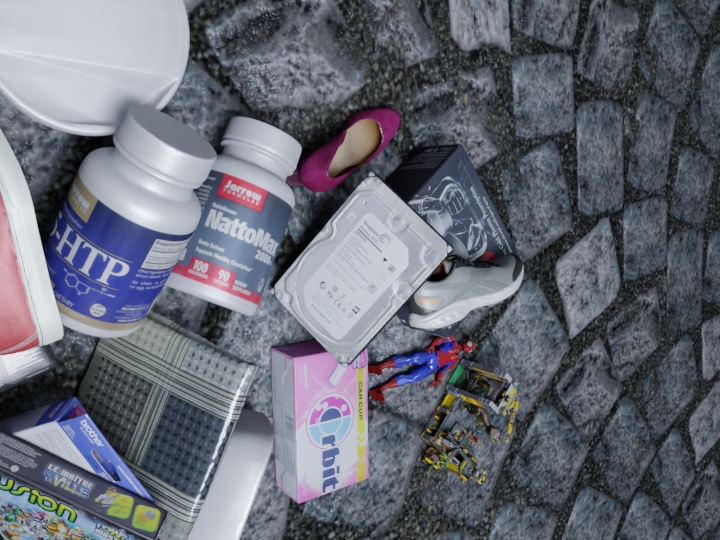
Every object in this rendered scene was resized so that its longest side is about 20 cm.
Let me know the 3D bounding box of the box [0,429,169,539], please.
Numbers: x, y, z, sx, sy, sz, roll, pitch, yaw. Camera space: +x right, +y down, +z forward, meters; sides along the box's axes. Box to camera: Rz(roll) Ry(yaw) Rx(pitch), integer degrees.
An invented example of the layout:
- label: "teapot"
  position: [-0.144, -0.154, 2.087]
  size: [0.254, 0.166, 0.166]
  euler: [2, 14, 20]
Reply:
- label: "box"
  position: [-0.286, 0.220, 0.588]
  size: [0.198, 0.035, 0.111]
  euler: [29, 118, -7]

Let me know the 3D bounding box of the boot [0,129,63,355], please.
- label: "boot"
  position: [-0.333, -0.017, 0.510]
  size: [0.143, 0.072, 0.203]
  euler: [-17, 108, -33]

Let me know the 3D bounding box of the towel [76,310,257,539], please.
- label: "towel"
  position: [-0.216, 0.151, 0.668]
  size: [0.195, 0.198, 0.034]
  euler: [-68, 155, -4]

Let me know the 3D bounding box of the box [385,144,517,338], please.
- label: "box"
  position: [0.102, -0.042, 0.923]
  size: [0.182, 0.104, 0.201]
  euler: [-47, 120, -21]

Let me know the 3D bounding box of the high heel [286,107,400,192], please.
- label: "high heel"
  position: [0.000, -0.158, 0.837]
  size: [0.200, 0.096, 0.068]
  euler: [-40, 117, -26]

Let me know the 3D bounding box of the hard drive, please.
- label: "hard drive"
  position: [0.000, 0.000, 0.796]
  size: [0.140, 0.038, 0.200]
  euler: [44, 101, 8]

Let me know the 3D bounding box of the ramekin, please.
- label: "ramekin"
  position: [-0.275, -0.232, 0.625]
  size: [0.200, 0.094, 0.206]
  euler: [-5, 98, -36]

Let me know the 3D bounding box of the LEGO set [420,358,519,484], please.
- label: "LEGO set"
  position: [0.196, 0.244, 1.020]
  size: [0.200, 0.115, 0.154]
  euler: [-48, 120, -21]

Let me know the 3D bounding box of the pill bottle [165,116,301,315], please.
- label: "pill bottle"
  position: [-0.141, -0.062, 0.731]
  size: [0.119, 0.119, 0.203]
  euler: [24, 81, -36]

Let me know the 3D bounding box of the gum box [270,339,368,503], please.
- label: "gum box"
  position: [-0.053, 0.198, 0.861]
  size: [0.112, 0.066, 0.203]
  euler: [-6, 100, -35]

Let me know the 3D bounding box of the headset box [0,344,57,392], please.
- label: "headset box"
  position: [-0.396, 0.025, 0.568]
  size: [0.173, 0.092, 0.203]
  euler: [-26, 111, -31]

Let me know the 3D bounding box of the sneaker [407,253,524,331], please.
- label: "sneaker"
  position: [0.142, 0.012, 0.852]
  size: [0.198, 0.074, 0.080]
  euler: [-22, 104, -31]

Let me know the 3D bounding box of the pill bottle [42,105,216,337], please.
- label: "pill bottle"
  position: [-0.224, -0.048, 0.623]
  size: [0.119, 0.120, 0.201]
  euler: [20, 112, -36]

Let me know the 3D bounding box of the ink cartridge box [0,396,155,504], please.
- label: "ink cartridge box"
  position: [-0.299, 0.191, 0.616]
  size: [0.042, 0.198, 0.120]
  euler: [-72, 141, -59]

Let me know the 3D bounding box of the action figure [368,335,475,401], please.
- label: "action figure"
  position: [0.102, 0.141, 0.984]
  size: [0.198, 0.051, 0.066]
  euler: [-17, 102, -36]

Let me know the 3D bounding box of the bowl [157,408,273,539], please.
- label: "bowl"
  position: [-0.170, 0.250, 0.715]
  size: [0.074, 0.200, 0.202]
  euler: [22, 82, -13]
